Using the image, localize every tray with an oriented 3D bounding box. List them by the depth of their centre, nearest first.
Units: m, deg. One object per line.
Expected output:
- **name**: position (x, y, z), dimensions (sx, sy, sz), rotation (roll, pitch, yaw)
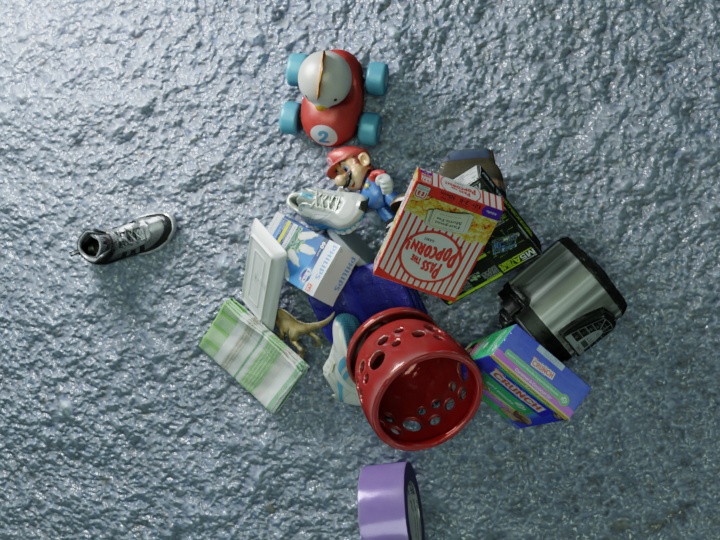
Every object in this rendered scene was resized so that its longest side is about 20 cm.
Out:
- **tray**: position (-0.182, 0.013, 1.742), dimensions (0.107, 0.022, 0.200), rotation (46, 140, 31)

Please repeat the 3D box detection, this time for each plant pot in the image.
- **plant pot**: position (0.084, 0.171, 1.615), dimensions (0.200, 0.183, 0.201), rotation (-9, 123, -15)

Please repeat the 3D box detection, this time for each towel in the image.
- **towel**: position (0.009, 0.063, 1.725), dimensions (0.199, 0.050, 0.148), rotation (-15, 117, 26)
- **towel**: position (-0.205, 0.164, 1.795), dimensions (0.200, 0.031, 0.149), rotation (40, 124, 6)

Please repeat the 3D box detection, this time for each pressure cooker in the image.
- **pressure cooker**: position (0.334, 0.064, 1.651), dimensions (0.200, 0.179, 0.176), rotation (-40, 93, 5)

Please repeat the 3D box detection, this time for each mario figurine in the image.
- **mario figurine**: position (0.005, -0.139, 1.728), dimensions (0.200, 0.106, 0.123), rotation (46, 104, 14)

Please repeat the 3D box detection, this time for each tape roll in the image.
- **tape roll**: position (0.057, 0.445, 1.705), dimensions (0.085, 0.200, 0.201), rotation (-9, 91, 9)

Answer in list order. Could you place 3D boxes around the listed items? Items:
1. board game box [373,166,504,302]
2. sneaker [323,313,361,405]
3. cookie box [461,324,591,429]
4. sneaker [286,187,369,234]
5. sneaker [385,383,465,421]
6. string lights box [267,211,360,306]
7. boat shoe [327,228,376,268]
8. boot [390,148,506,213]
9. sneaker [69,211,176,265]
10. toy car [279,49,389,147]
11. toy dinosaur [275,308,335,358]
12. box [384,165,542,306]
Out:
- **board game box**: position (0.126, -0.056, 1.576), dimensions (0.151, 0.046, 0.200), rotation (18, 125, -8)
- **sneaker**: position (-0.030, 0.165, 1.737), dimensions (0.081, 0.077, 0.201), rotation (6, 124, 25)
- **cookie box**: position (0.267, 0.185, 1.641), dimensions (0.171, 0.200, 0.075), rotation (40, 68, -4)
- **sneaker**: position (-0.065, -0.113, 1.698), dimensions (0.087, 0.200, 0.075), rotation (32, 70, -32)
- **sneaker**: position (0.115, 0.235, 1.740), dimensions (0.200, 0.086, 0.078), rotation (-27, 97, 9)
- **string lights box**: position (-0.101, -0.023, 1.723), dimensions (0.200, 0.059, 0.103), rotation (28, 89, 46)
- **boat shoe**: position (0.001, -0.001, 1.762), dimensions (0.199, 0.074, 0.068), rotation (44, 116, -7)
- **boot**: position (0.148, -0.150, 1.658), dimensions (0.199, 0.075, 0.097), rotation (-7, 58, 9)
- **sneaker**: position (-0.451, -0.057, 1.814), dimensions (0.199, 0.114, 0.076), rotation (-19, 90, 10)
- **toy car**: position (-0.060, -0.314, 1.689), dimensions (0.184, 0.200, 0.178), rotation (9, 92, 10)
- **toy dinosaur**: position (-0.115, 0.109, 1.756), dimensions (0.200, 0.058, 0.101), rotation (9, 135, 45)
- **box**: position (0.175, -0.055, 1.631), dimensions (0.200, 0.048, 0.193), rotation (-31, 121, 24)
